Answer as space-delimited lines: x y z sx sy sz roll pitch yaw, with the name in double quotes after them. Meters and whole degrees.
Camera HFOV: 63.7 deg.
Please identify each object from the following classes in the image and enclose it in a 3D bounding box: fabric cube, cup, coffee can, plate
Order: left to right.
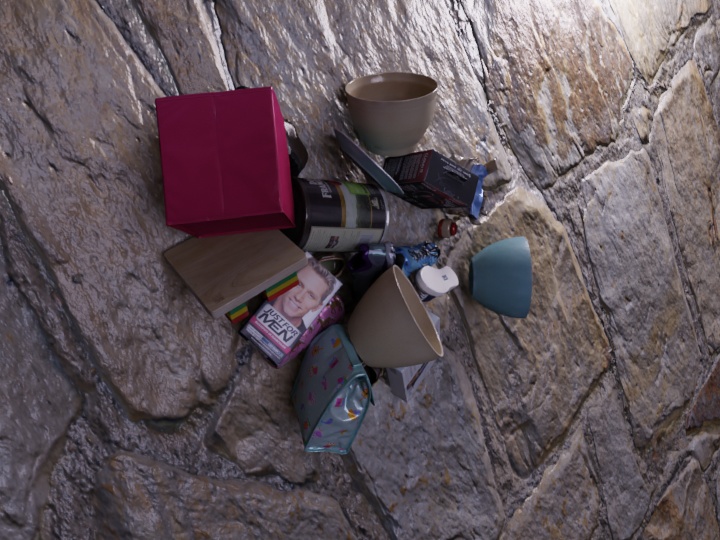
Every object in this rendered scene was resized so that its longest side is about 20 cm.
-0.224 -0.175 0.999 0.195 0.196 0.205 -6 88 -2 "fabric cube"
-0.059 -0.111 1.190 0.196 0.145 0.150 -1 93 -33 "coffee can"
0.011 -0.220 1.211 0.199 0.200 0.026 40 96 -29 "plate"
0.057 0.112 1.157 0.141 0.201 0.202 -29 113 12 "cup"

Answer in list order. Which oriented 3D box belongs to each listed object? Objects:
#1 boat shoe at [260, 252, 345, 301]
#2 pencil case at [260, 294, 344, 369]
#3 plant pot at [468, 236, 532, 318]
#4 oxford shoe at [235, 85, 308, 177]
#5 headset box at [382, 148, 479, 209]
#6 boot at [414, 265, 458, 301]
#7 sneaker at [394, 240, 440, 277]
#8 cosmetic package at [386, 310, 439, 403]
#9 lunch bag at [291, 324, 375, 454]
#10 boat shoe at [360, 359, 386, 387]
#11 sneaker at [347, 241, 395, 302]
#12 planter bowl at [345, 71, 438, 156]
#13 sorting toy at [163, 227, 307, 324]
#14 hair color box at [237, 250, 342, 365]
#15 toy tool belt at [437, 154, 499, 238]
-0.114 0.016 1.203 0.198 0.073 0.077 -34 110 -27 "boat shoe"
-0.123 0.115 1.201 0.199 0.087 0.083 -36 79 -27 "pencil case"
0.344 0.019 1.457 0.131 0.200 0.206 -1 94 4 "plant pot"
-0.178 -0.284 1.159 0.201 0.072 0.085 54 42 -20 "oxford shoe"
0.156 -0.199 1.294 0.146 0.199 0.077 21 83 -31 "headset box"
0.154 0.042 1.328 0.199 0.090 0.074 0 58 -60 "boot"
0.126 -0.038 1.304 0.079 0.089 0.199 59 22 10 "sneaker"
0.124 0.198 1.321 0.152 0.051 0.201 -54 156 -21 "cosmetic package"
-0.051 0.232 1.159 0.120 0.171 0.203 13 115 -26 "lunch bag"
0.019 0.230 1.312 0.198 0.059 0.073 -34 110 -27 "boat shoe"
0.000 0.000 1.229 0.086 0.201 0.076 5 54 -21 "sneaker"
0.068 -0.331 1.250 0.198 0.199 0.137 -26 131 -29 "planter bowl"
-0.227 -0.004 1.071 0.198 0.198 0.071 -32 139 -25 "sorting toy"
-0.135 0.072 1.119 0.100 0.060 0.201 40 72 -8 "hair color box"
0.260 -0.172 1.390 0.124 0.120 0.205 20 80 -66 "toy tool belt"
